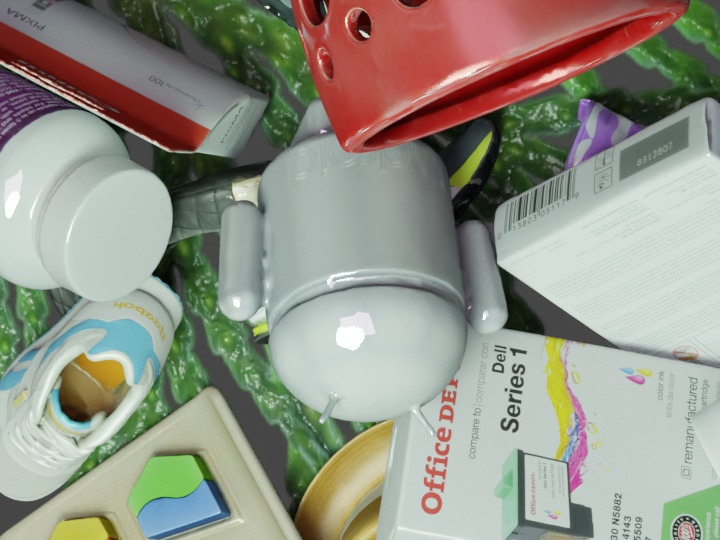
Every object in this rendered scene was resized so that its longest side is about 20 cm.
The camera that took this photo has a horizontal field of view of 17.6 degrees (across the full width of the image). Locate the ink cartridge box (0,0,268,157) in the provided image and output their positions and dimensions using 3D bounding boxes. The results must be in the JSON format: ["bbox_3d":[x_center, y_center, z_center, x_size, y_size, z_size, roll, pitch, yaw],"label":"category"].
[{"bbox_3d":[-0.149,-0.122,1.373,0.162,0.200,0.057,27,91,6],"label":"ink cartridge box"}]

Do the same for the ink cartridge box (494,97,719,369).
[{"bbox_3d":[0.200,-0.004,1.346,0.199,0.057,0.162,30,138,-34],"label":"ink cartridge box"}]

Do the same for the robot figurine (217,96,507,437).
[{"bbox_3d":[0.000,0.000,1.319,0.168,0.113,0.201,1,60,-14],"label":"robot figurine"}]

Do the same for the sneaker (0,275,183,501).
[{"bbox_3d":[-0.185,0.083,1.446,0.076,0.081,0.200,32,128,-9],"label":"sneaker"}]

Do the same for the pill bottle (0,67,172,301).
[{"bbox_3d":[-0.208,-0.055,1.405,0.199,0.112,0.113,27,102,38],"label":"pill bottle"}]

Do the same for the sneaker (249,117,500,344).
[{"bbox_3d":[-0.003,-0.038,1.431,0.199,0.074,0.081,-35,85,10],"label":"sneaker"}]

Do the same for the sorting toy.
[{"bbox_3d":[-0.127,0.199,1.463,0.200,0.036,0.186,-37,68,15],"label":"sorting toy"}]

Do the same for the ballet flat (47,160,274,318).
[{"bbox_3d":[-0.115,-0.018,1.439,0.199,0.066,0.057,-26,89,35],"label":"ballet flat"}]

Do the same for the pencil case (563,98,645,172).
[{"bbox_3d":[0.215,-0.039,1.385,0.199,0.084,0.086,18,64,6],"label":"pencil case"}]

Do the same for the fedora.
[{"bbox_3d":[0.047,0.183,1.436,0.199,0.082,0.202,1,97,10],"label":"fedora"}]

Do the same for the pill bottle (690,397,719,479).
[{"bbox_3d":[0.287,0.066,1.280,0.199,0.111,0.111,-31,90,9],"label":"pill bottle"}]

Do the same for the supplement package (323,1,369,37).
[{"bbox_3d":[0.024,-0.245,1.377,0.120,0.120,0.201,-14,94,12],"label":"supplement package"}]

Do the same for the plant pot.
[{"bbox_3d":[0.048,-0.179,1.218,0.199,0.200,0.184,-24,89,12],"label":"plant pot"}]

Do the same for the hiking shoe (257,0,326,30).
[{"bbox_3d":[-0.061,-0.225,1.403,0.087,0.074,0.200,-41,108,2],"label":"hiking shoe"}]

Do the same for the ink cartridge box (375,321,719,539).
[{"bbox_3d":[0.117,0.122,1.366,0.198,0.084,0.146,11,59,-2],"label":"ink cartridge box"}]
